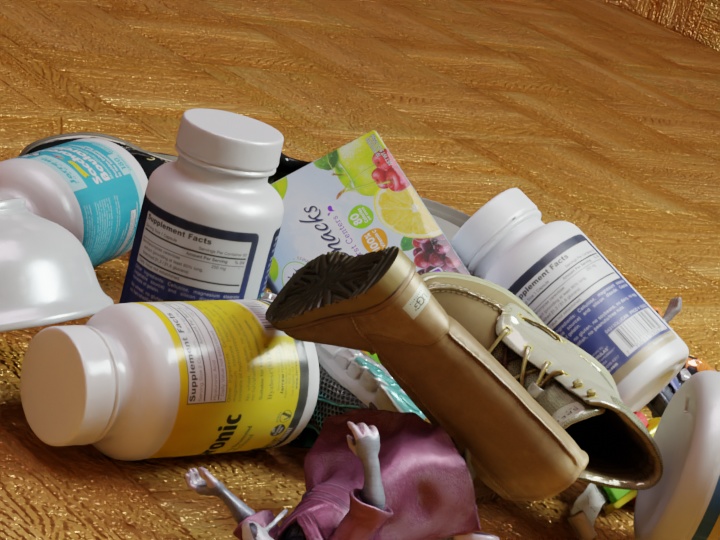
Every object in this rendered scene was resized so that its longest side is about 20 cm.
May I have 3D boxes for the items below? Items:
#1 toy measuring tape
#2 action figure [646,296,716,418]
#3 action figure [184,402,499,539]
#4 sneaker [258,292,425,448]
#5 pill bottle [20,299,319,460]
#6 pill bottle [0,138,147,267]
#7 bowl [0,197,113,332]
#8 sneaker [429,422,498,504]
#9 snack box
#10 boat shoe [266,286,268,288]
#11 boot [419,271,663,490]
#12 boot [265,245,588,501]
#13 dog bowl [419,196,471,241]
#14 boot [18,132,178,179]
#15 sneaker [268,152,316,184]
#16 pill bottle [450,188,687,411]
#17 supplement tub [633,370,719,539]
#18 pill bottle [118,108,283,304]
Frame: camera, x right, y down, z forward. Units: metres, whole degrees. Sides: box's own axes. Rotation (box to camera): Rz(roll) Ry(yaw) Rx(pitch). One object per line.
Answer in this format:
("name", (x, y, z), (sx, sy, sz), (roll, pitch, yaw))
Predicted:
("toy measuring tape", (0.208, 0.154, 1.601), (0.073, 0.074, 0.200), (19, 17, 12))
("action figure", (0.254, 0.102, 1.842), (0.193, 0.105, 0.200), (-7, 54, -37))
("action figure", (-0.018, 0.168, 1.377), (0.134, 0.149, 0.200), (-10, 19, 37))
("sneaker", (-0.037, 0.087, 1.574), (0.077, 0.091, 0.200), (32, 5, -40))
("pill bottle", (-0.136, 0.077, 1.483), (0.199, 0.112, 0.111), (0, 23, -42))
("pill bottle", (-0.264, -0.045, 1.764), (0.110, 0.111, 0.200), (20, 17, 15))
("bowl", (-0.283, -0.002, 1.512), (0.200, 0.091, 0.201), (-7, 4, 1))
("sneaker", (0.073, 0.121, 1.594), (0.108, 0.070, 0.200), (33, 17, 33))
("snack box", (0.000, 0.000, 1.698), (0.142, 0.053, 0.200), (-29, 60, -6))
("boat shoe", (-0.057, -0.010, 1.841), (0.072, 0.062, 0.200), (50, -17, -12))
("boot", (0.124, 0.081, 1.525), (0.200, 0.072, 0.155), (31, 11, -19))
("boot", (0.040, 0.078, 1.448), (0.200, 0.066, 0.175), (47, -22, -19))
("dog bowl", (0.041, -0.023, 2.051), (0.199, 0.059, 0.200), (14, 16, -4))
("boot", (-0.215, -0.064, 1.938), (0.203, 0.074, 0.154), (9, 21, -16))
("sneaker", (-0.034, -0.050, 1.920), (0.200, 0.088, 0.074), (34, 68, 34))
("pill bottle", (0.166, 0.032, 1.731), (0.200, 0.111, 0.111), (49, 28, 15))
("supplement tub", (0.313, 0.168, 1.514), (0.199, 0.145, 0.145), (19, 16, -4))
("pill bottle", (-0.123, -0.020, 1.651), (0.111, 0.201, 0.111), (14, 16, -4))
